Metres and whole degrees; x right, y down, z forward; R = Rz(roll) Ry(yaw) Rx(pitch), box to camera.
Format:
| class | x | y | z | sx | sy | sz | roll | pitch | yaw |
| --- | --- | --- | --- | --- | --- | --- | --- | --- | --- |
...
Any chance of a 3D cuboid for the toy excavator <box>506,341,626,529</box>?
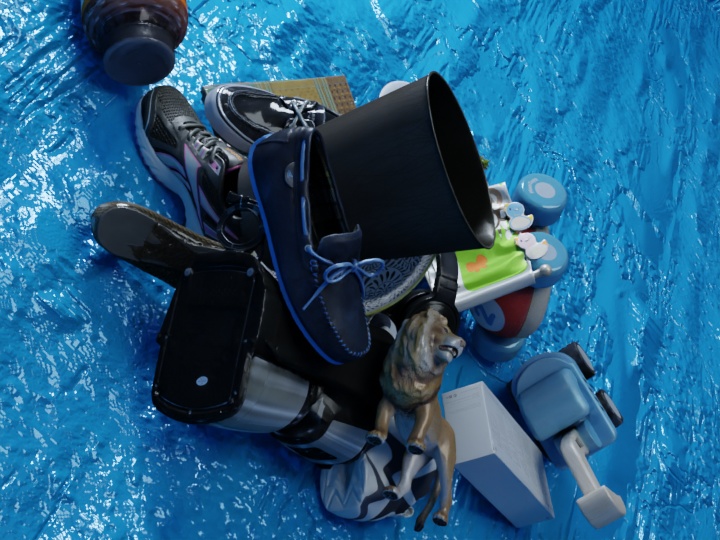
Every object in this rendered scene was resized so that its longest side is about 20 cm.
| class | x | y | z | sx | sy | sz | roll | pitch | yaw |
| --- | --- | --- | --- | --- | --- | --- | --- | --- | --- |
| toy excavator | 0.233 | 0.184 | 1.317 | 0.195 | 0.100 | 0.200 | 60 | 16 | 10 |

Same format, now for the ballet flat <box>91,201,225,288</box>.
| class | x | y | z | sx | sy | sz | roll | pitch | yaw |
| --- | --- | --- | --- | --- | --- | --- | --- | --- | --- |
| ballet flat | -0.160 | -0.006 | 1.084 | 0.200 | 0.067 | 0.046 | 29 | 1 | -30 |

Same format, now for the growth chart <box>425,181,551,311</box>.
| class | x | y | z | sx | sy | sz | roll | pitch | yaw |
| --- | --- | --- | --- | --- | --- | --- | --- | --- | --- |
| growth chart | 0.118 | -0.041 | 1.308 | 0.018 | 0.145 | 0.200 | 55 | 7 | -53 |

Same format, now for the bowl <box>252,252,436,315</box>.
| class | x | y | z | sx | sy | sz | roll | pitch | yaw |
| --- | --- | --- | --- | --- | --- | --- | --- | --- | --- |
| bowl | -0.006 | -0.040 | 1.197 | 0.094 | 0.201 | 0.201 | 47 | 20 | -71 |

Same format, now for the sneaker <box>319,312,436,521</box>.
| class | x | y | z | sx | sy | sz | roll | pitch | yaw |
| --- | --- | --- | --- | --- | --- | --- | --- | --- | --- |
| sneaker | 0.031 | 0.151 | 1.156 | 0.130 | 0.079 | 0.199 | 27 | 55 | -46 |

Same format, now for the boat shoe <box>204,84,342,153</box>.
| class | x | y | z | sx | sy | sz | roll | pitch | yaw |
| --- | --- | --- | --- | --- | --- | --- | --- | --- | --- |
| boat shoe | -0.063 | -0.149 | 1.219 | 0.200 | 0.068 | 0.072 | 22 | 61 | -32 |

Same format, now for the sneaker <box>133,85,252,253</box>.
| class | x | y | z | sx | sy | sz | roll | pitch | yaw |
| --- | --- | --- | --- | --- | --- | --- | --- | --- | --- |
| sneaker | -0.144 | -0.100 | 1.152 | 0.080 | 0.086 | 0.200 | -22 | 79 | -48 |

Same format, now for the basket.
| class | x | y | z | sx | sy | sz | roll | pitch | yaw |
| --- | --- | --- | --- | --- | --- | --- | --- | --- | --- |
| basket | 0.001 | -0.073 | 1.081 | 0.136 | 0.200 | 0.180 | -83 | 152 | -45 |

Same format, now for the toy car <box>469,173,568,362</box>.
| class | x | y | z | sx | sy | sz | roll | pitch | yaw |
| --- | --- | --- | --- | --- | --- | --- | --- | --- | --- |
| toy car | 0.118 | -0.015 | 1.378 | 0.200 | 0.184 | 0.177 | 12 | 50 | -6 |

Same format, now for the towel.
| class | x | y | z | sx | sy | sz | roll | pitch | yaw |
| --- | --- | --- | --- | --- | --- | --- | --- | --- | --- |
| towel | -0.071 | -0.136 | 1.268 | 0.200 | 0.022 | 0.147 | -14 | 83 | -42 |

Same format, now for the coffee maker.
| class | x | y | z | sx | sy | sz | roll | pitch | yaw |
| --- | --- | --- | --- | --- | --- | --- | --- | --- | --- |
| coffee maker | -0.061 | 0.064 | 1.039 | 0.135 | 0.192 | 0.200 | 30 | 2 | 40 |

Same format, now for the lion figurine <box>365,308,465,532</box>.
| class | x | y | z | sx | sy | sz | roll | pitch | yaw |
| --- | --- | --- | --- | --- | --- | --- | --- | --- | --- |
| lion figurine | 0.056 | 0.137 | 1.070 | 0.200 | 0.072 | 0.123 | 83 | 21 | -45 |

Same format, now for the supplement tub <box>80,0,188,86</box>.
| class | x | y | z | sx | sy | sz | roll | pitch | yaw |
| --- | --- | --- | --- | --- | --- | --- | --- | --- | --- |
| supplement tub | -0.230 | -0.285 | 1.191 | 0.107 | 0.107 | 0.200 | 20 | 48 | -40 |

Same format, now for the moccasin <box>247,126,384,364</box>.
| class | x | y | z | sx | sy | sz | roll | pitch | yaw |
| --- | --- | --- | --- | --- | --- | --- | --- | --- | --- |
| moccasin | -0.033 | -0.020 | 0.961 | 0.080 | 0.068 | 0.200 | -34 | 103 | -58 |

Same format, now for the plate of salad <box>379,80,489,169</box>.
| class | x | y | z | sx | sy | sz | roll | pitch | yaw |
| --- | --- | --- | --- | --- | --- | --- | --- | --- | --- |
| plate of salad | 0.102 | -0.170 | 1.549 | 0.200 | 0.048 | 0.200 | 30 | 42 | -32 |

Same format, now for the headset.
| class | x | y | z | sx | sy | sz | roll | pitch | yaw |
| --- | --- | --- | --- | --- | --- | --- | --- | --- | --- |
| headset | 0.039 | 0.055 | 1.237 | 0.094 | 0.123 | 0.200 | 19 | 73 | -27 |

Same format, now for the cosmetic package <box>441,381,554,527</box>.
| class | x | y | z | sx | sy | sz | roll | pitch | yaw |
| --- | --- | --- | --- | --- | --- | --- | --- | --- | --- |
| cosmetic package | 0.146 | 0.198 | 1.239 | 0.200 | 0.051 | 0.083 | 49 | 26 | -50 |
